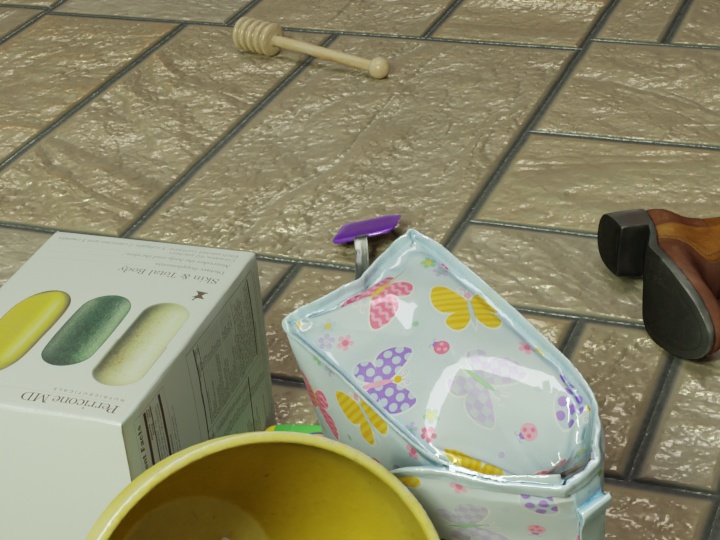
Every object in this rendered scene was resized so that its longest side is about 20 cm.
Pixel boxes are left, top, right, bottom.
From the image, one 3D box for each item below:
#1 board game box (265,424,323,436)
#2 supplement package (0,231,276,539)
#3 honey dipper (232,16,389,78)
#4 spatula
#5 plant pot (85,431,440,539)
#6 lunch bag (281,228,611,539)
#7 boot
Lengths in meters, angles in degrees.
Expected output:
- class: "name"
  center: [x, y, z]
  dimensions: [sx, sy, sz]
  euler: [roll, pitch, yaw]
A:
- class: "board game box"
  center: [0.027, 0.138, 0.990]
  dimensions: [0.200, 0.030, 0.096]
  euler: [3, 31, 9]
- class: "supplement package"
  center: [-0.163, 0.092, 0.974]
  dimensions: [0.152, 0.151, 0.200]
  euler: [6, 31, 18]
- class: "honey dipper"
  center: [-0.051, -0.239, 1.664]
  dimensions: [0.200, 0.038, 0.038]
  euler: [18, 37, 30]
- class: "spatula"
  center: [0.000, 0.000, 1.242]
  dimensions: [0.056, 0.021, 0.200]
  euler: [-12, 30, 13]
- class: "plant pot"
  center: [-0.069, 0.176, 0.804]
  dimensions: [0.200, 0.200, 0.142]
  euler: [-17, 8, -21]
- class: "lunch bag"
  center: [0.060, 0.106, 0.865]
  dimensions: [0.127, 0.170, 0.200]
  euler: [-37, 54, -17]
- class: "boot"
  center: [0.305, 0.003, 1.174]
  dimensions: [0.200, 0.069, 0.188]
  euler: [-3, 21, -11]
